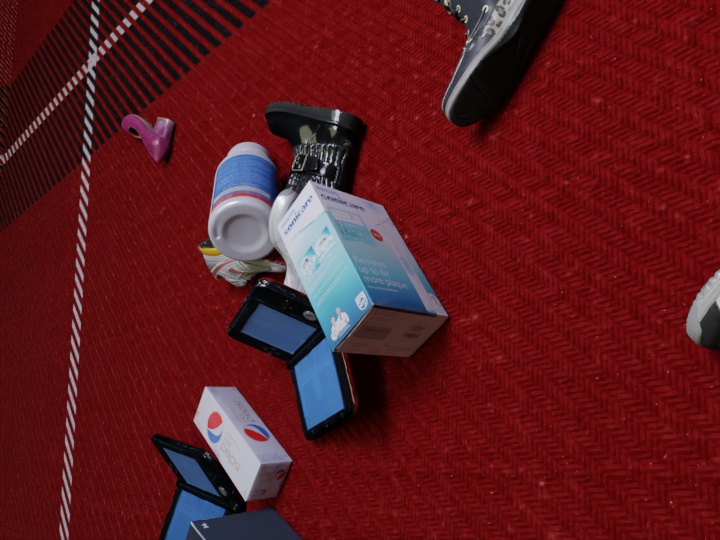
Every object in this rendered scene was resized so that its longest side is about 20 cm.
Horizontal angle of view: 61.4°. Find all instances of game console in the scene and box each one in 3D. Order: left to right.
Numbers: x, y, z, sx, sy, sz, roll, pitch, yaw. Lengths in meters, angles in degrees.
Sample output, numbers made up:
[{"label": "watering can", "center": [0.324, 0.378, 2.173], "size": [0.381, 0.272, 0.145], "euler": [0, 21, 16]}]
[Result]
[{"label": "game console", "center": [-0.295, 0.385, 1.004], "size": [0.197, 0.119, 0.175], "euler": [-3, 122, 44]}, {"label": "game console", "center": [-0.099, 0.126, 0.811], "size": [0.200, 0.169, 0.121], "euler": [-45, 24, 55]}]

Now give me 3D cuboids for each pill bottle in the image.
[{"label": "pill bottle", "center": [-0.179, -0.119, 0.962], "size": [0.112, 0.111, 0.203], "euler": [-47, 31, 29]}]

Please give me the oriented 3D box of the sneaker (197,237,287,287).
[{"label": "sneaker", "center": [-0.183, -0.016, 1.013], "size": [0.196, 0.078, 0.084], "euler": [5, 121, 38]}]

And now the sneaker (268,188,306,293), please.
[{"label": "sneaker", "center": [-0.075, -0.020, 0.861], "size": [0.079, 0.070, 0.205], "euler": [12, 127, 31]}]

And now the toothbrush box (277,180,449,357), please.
[{"label": "toothbrush box", "center": [0.000, 0.000, 0.760], "size": [0.086, 0.144, 0.202], "euler": [-48, 51, 26]}]

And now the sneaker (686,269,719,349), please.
[{"label": "sneaker", "center": [0.345, 0.006, 0.455], "size": [0.201, 0.074, 0.089], "euler": [-49, 52, 28]}]

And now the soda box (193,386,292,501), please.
[{"label": "soda box", "center": [-0.192, 0.269, 0.966], "size": [0.199, 0.063, 0.070], "euler": [37, 108, 43]}]

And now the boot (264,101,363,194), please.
[{"label": "boot", "center": [-0.093, -0.169, 0.933], "size": [0.209, 0.078, 0.162], "euler": [21, 97, 45]}]

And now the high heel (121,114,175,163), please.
[{"label": "high heel", "center": [-0.495, -0.296, 1.380], "size": [0.196, 0.067, 0.098], "euler": [13, 81, 33]}]

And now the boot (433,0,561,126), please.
[{"label": "boot", "center": [0.135, -0.289, 0.728], "size": [0.206, 0.073, 0.154], "euler": [-57, 46, 14]}]

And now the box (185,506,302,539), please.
[{"label": "box", "center": [-0.180, 0.464, 0.857], "size": [0.106, 0.146, 0.206], "euler": [22, 99, 44]}]
